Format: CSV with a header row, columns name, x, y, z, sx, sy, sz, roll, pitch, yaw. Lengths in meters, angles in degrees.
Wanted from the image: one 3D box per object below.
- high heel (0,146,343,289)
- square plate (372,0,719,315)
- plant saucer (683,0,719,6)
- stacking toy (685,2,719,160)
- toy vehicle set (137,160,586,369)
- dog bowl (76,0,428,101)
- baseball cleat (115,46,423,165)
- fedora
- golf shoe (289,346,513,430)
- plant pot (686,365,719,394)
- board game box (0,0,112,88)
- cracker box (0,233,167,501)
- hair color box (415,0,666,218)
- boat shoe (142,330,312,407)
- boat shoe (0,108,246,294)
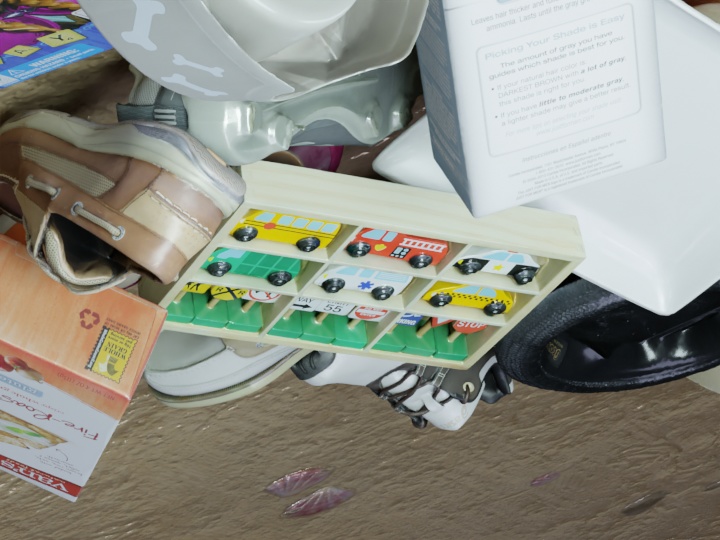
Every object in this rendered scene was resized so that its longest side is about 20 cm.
name,x,y,z,sx,sy,sz,roll,pitch,yaw
high heel,-0.102,-0.039,1.351,0.199,0.068,0.096,-11,-164,18
square plate,0.139,-0.069,1.292,0.198,0.029,0.200,26,138,-21
plant saucer,0.164,-0.143,1.367,0.199,0.032,0.200,-18,158,-8
stacking toy,0.206,-0.080,1.417,0.085,0.086,0.200,-23,164,6
toy vehicle set,0.000,0.000,1.316,0.199,0.027,0.124,8,145,-27
dog bowl,-0.050,-0.153,0.930,0.058,0.201,0.200,-12,166,32
baseball cleat,-0.047,-0.095,1.259,0.106,0.070,0.200,8,-170,28
fedora,0.164,0.001,1.507,0.200,0.092,0.201,-12,159,-5
golf shoe,0.036,0.058,1.602,0.078,0.095,0.200,-29,171,38
plant pot,0.287,-0.005,1.643,0.200,0.200,0.135,-5,118,-36
board game box,-0.140,-0.135,1.024,0.199,0.041,0.199,-17,164,32
cracker box,-0.187,0.048,1.343,0.133,0.058,0.200,24,156,-5
hair color box,0.075,-0.131,1.141,0.099,0.061,0.201,-17,127,-10
boat shoe,-0.053,0.018,1.514,0.199,0.075,0.068,-24,136,19
boat shoe,-0.133,-0.030,1.210,0.076,0.072,0.200,35,163,-27
